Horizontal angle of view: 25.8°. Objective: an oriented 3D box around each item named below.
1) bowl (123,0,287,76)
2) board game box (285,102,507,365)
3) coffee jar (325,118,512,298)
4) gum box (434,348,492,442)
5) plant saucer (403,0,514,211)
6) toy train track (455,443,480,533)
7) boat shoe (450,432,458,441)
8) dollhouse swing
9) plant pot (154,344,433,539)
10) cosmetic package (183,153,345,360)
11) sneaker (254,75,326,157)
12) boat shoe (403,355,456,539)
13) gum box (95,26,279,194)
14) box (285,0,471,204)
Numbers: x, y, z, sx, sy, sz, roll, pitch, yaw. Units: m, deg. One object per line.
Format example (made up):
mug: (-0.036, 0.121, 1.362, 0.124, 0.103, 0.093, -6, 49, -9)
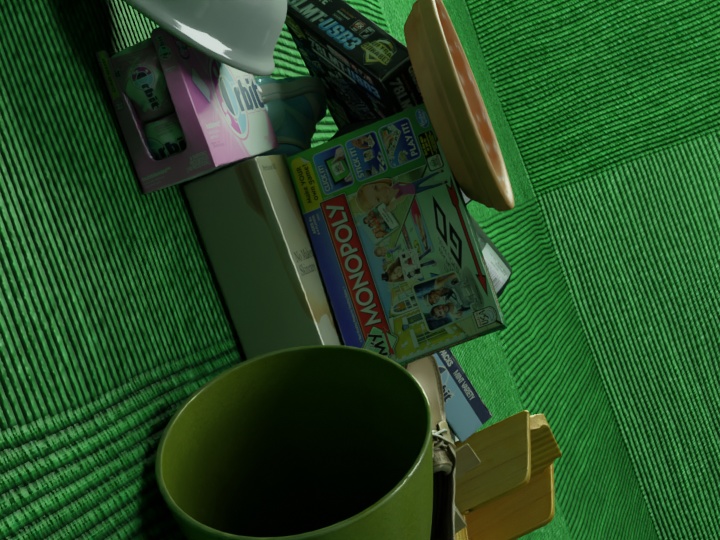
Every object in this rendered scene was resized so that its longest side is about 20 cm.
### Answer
bowl: (-0.129, -0.246, 1.224, 0.200, 0.091, 0.201, 33, 13, -9)
board game box: (0.029, -0.024, 1.323, 0.029, 0.133, 0.202, 32, 38, -75)
coffee jar: (0.046, -0.047, 1.436, 0.200, 0.085, 0.104, 52, -18, -22)
gum box: (0.031, 0.055, 1.533, 0.200, 0.044, 0.170, 44, -10, 47)
plant saucer: (0.081, -0.142, 1.346, 0.200, 0.037, 0.202, -20, 90, -79)
toy train track: (0.035, 0.164, 1.464, 0.201, 0.114, 0.033, 55, 5, -18)
boat shoe: (0.065, 0.117, 1.687, 0.071, 0.071, 0.202, -50, 122, -79)
dollhouse swing: (0.143, 0.273, 1.574, 0.200, 0.180, 0.177, 57, 9, -65)
plant pot: (-0.028, 0.188, 1.087, 0.188, 0.185, 0.201, -90, 170, -54)
cosmetic package: (-0.071, 0.007, 1.324, 0.105, 0.071, 0.202, -31, 101, -76)
sneaker: (-0.070, -0.112, 1.485, 0.200, 0.079, 0.132, -19, 87, -66)
boat shoe: (0.059, 0.164, 1.398, 0.071, 0.064, 0.202, -6, 94, -35)
gum box: (-0.138, -0.134, 1.273, 0.200, 0.066, 0.114, -37, 108, -75)
box: (0.014, -0.168, 1.506, 0.200, 0.050, 0.199, 41, -14, 43)
